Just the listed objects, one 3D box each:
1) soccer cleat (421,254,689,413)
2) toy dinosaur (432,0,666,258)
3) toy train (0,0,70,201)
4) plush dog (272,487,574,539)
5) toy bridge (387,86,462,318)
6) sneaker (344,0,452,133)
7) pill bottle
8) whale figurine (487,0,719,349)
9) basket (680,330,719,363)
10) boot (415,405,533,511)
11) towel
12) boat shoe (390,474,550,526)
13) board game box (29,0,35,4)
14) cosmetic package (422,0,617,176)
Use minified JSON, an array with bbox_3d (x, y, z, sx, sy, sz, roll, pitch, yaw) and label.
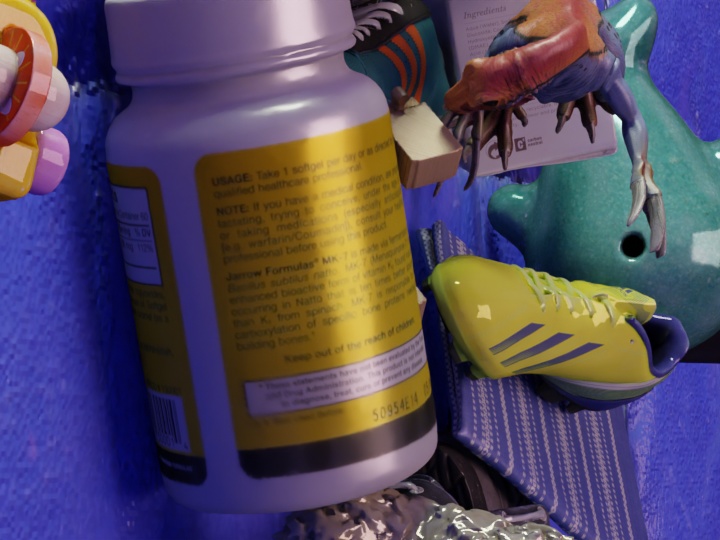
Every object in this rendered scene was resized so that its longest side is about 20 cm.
[{"bbox_3d":[0.100,0.023,1.153,0.200,0.083,0.065,24,44,-56],"label":"soccer cleat"},{"bbox_3d":[0.071,-0.096,0.999,0.182,0.104,0.201,83,3,-73],"label":"toy dinosaur"},{"bbox_3d":[-0.149,-0.070,0.685,0.150,0.055,0.201,-14,96,-42],"label":"toy train"},{"bbox_3d":[0.052,0.189,0.887,0.200,0.160,0.172,44,54,-29],"label":"plush dog"},{"bbox_3d":[0.000,0.000,0.998,0.027,0.067,0.201,-16,139,-28],"label":"toy bridge"},{"bbox_3d":[-0.007,-0.093,1.057,0.200,0.071,0.080,6,79,-74],"label":"sneaker"},{"bbox_3d":[-0.038,-0.015,0.909,0.114,0.114,0.201,-31,115,-64],"label":"pill bottle"},{"bbox_3d":[0.145,-0.050,1.272,0.104,0.158,0.201,-11,90,-80],"label":"whale figurine"},{"bbox_3d":[0.228,-0.006,1.384,0.180,0.199,0.137,53,36,-71],"label":"basket"},{"bbox_3d":[0.067,0.168,1.178,0.132,0.069,0.201,-24,110,-69],"label":"boot"},{"bbox_3d":[0.093,0.078,1.218,0.200,0.024,0.145,42,29,-41],"label":"towel"},{"bbox_3d":[0.019,0.125,1.032,0.199,0.072,0.068,7,73,-43],"label":"boat shoe"},{"bbox_3d":[-0.146,-0.118,0.771,0.158,0.039,0.201,-69,147,-44],"label":"board game box"},{"bbox_3d":[0.066,-0.157,1.163,0.113,0.081,0.201,-130,-149,-74],"label":"cosmetic package"}]
